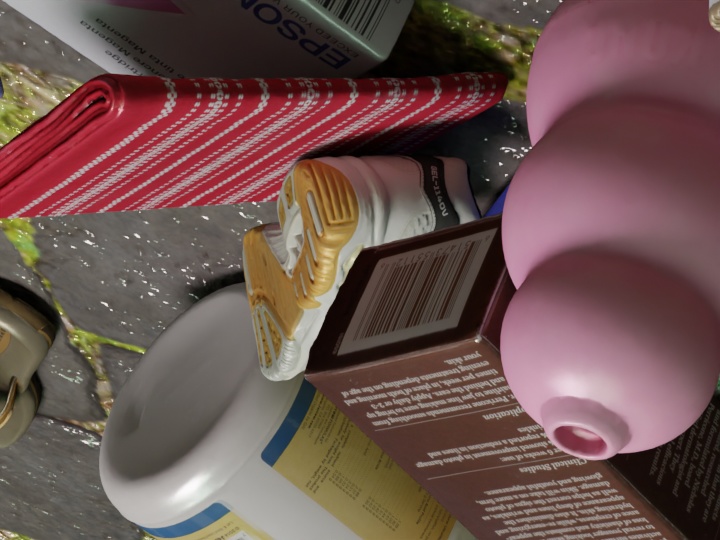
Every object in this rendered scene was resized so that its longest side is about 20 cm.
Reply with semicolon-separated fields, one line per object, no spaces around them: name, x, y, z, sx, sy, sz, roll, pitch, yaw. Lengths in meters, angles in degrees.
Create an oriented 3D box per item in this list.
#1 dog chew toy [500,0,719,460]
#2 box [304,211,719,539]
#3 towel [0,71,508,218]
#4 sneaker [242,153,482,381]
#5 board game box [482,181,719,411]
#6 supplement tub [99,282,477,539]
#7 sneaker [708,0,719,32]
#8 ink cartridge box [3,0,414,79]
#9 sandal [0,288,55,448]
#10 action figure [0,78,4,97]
dog chew toy;0.107;-0.022;0.891;0.124;0.201;0.125;16;149;10
box;0.084;0.068;0.995;0.100;0.075;0.200;-14;130;43
towel;-0.055;-0.056;1.035;0.199;0.023;0.144;-5;167;-36
sneaker;0.000;0.000;1.126;0.087;0.076;0.200;-10;169;-17
board game box;0.141;0.038;1.072;0.199;0.097;0.160;28;147;-6
supplement tub;-0.025;0.116;1.306;0.200;0.145;0.144;41;149;-28
sneaker;0.186;-0.123;0.816;0.071;0.113;0.199;-7;170;42
ink cartridge box;-0.106;-0.127;1.059;0.196;0.043;0.200;33;150;-17
sandal;-0.234;0.069;1.492;0.080;0.054;0.200;27;153;-5
action figure;-0.225;-0.150;0.994;0.193;0.104;0.201;9;121;59
